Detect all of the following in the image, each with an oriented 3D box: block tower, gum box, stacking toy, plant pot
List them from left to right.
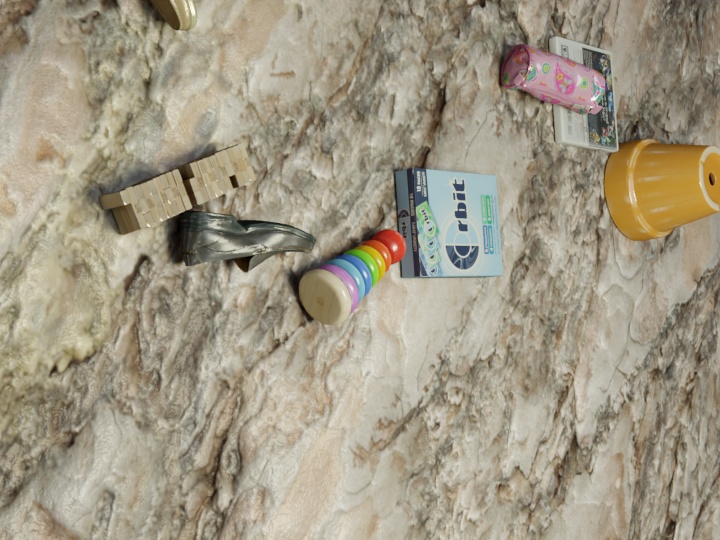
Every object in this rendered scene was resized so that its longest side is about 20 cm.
[{"bbox_3d":[-0.228,-0.104,1.312,0.200,0.054,0.058,-28,103,-41],"label":"block tower"},{"bbox_3d":[0.000,0.000,1.503,0.200,0.085,0.085,-37,110,-46],"label":"stacking toy"},{"bbox_3d":[0.145,-0.073,1.661,0.200,0.045,0.170,-1,86,-44],"label":"gum box"},{"bbox_3d":[0.607,-0.166,2.007,0.200,0.183,0.200,7,80,-42],"label":"plant pot"}]

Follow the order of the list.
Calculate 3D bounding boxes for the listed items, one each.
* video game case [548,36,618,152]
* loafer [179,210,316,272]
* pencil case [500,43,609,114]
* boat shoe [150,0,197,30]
[{"bbox_3d":[0.426,-0.332,1.970,0.182,0.023,0.200,2,83,-42],"label":"video game case"},{"bbox_3d":[-0.150,-0.033,1.372,0.200,0.073,0.072,6,89,-33],"label":"loafer"},{"bbox_3d":[0.345,-0.336,1.836,0.200,0.087,0.087,13,76,-33],"label":"pencil case"},{"bbox_3d":[-0.279,-0.381,1.291,0.065,0.072,0.200,-42,111,-28],"label":"boat shoe"}]
